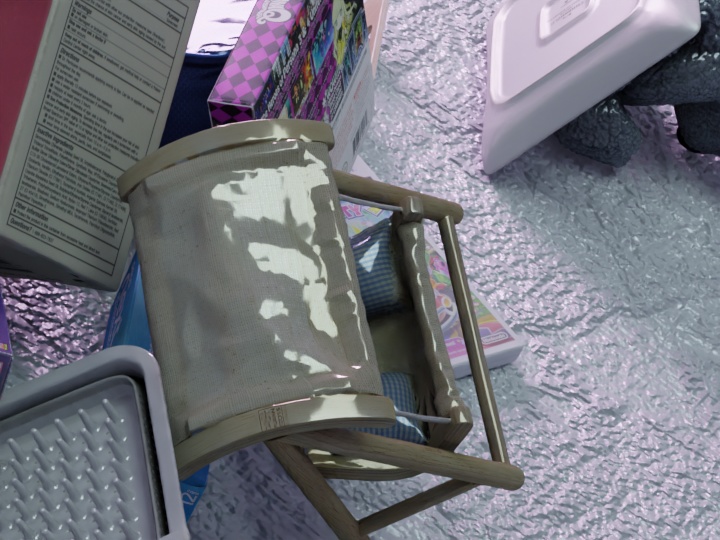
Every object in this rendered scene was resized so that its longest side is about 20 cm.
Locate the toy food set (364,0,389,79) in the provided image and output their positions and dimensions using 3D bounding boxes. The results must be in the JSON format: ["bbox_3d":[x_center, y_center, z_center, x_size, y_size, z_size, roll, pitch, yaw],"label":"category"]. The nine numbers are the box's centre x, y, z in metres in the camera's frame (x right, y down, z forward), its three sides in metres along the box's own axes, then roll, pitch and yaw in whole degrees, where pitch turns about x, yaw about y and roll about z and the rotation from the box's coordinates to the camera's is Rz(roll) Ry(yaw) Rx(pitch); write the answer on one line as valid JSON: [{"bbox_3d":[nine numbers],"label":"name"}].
[{"bbox_3d":[-0.079,-0.202,1.892,0.200,0.060,0.144,22,37,-9],"label":"toy food set"}]

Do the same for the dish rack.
[{"bbox_3d":[-0.167,0.144,1.370,0.200,0.171,0.044,-104,167,-44],"label":"dish rack"}]

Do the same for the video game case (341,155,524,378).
[{"bbox_3d":[0.000,0.000,1.736,0.143,0.018,0.200,-14,53,-42],"label":"video game case"}]

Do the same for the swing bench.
[{"bbox_3d":[-0.024,0.034,1.494,0.200,0.130,0.199,32,38,-50],"label":"swing bench"}]

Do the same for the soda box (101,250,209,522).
[{"bbox_3d":[-0.121,0.071,1.528,0.064,0.068,0.200,20,37,-11],"label":"soda box"}]

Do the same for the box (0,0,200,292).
[{"bbox_3d":[-0.194,-0.103,1.540,0.109,0.200,0.128,7,-13,34],"label":"box"}]

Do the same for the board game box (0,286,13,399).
[{"bbox_3d":[-0.280,0.021,1.422,0.165,0.057,0.200,15,11,-14],"label":"board game box"}]

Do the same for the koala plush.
[{"bbox_3d":[0.274,-0.151,1.987,0.200,0.184,0.178,33,33,-16],"label":"koala plush"}]

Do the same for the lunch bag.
[{"bbox_3d":[-0.111,-0.130,1.721,0.136,0.133,0.200,9,32,15],"label":"lunch bag"}]

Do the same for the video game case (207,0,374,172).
[{"bbox_3d":[-0.040,-0.105,1.660,0.036,0.182,0.200,8,48,15],"label":"video game case"}]

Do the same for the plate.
[{"bbox_3d":[0.161,-0.186,1.918,0.032,0.199,0.200,41,30,-25],"label":"plate"}]
